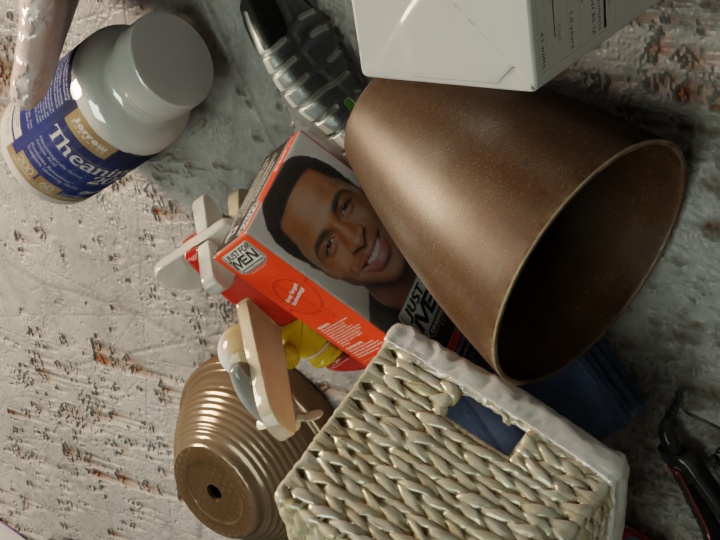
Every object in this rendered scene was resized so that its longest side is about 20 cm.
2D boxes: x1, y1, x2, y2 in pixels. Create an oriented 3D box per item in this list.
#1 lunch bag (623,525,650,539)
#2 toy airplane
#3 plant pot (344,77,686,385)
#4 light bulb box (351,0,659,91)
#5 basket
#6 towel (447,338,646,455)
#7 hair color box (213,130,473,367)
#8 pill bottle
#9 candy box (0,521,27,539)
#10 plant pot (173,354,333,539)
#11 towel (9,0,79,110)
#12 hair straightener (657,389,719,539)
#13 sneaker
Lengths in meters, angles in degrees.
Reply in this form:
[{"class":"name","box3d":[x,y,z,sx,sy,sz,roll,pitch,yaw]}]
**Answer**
[{"class":"lunch bag","box3d":[0.123,0.266,1.072,0.174,0.200,0.083,21,142,27]},{"class":"toy airplane","box3d":[-0.079,0.032,1.096,0.199,0.200,0.141,46,122,8]},{"class":"plant pot","box3d":[0.086,-0.057,0.944,0.200,0.186,0.189,39,135,31]},{"class":"light bulb box","box3d":[0.091,-0.234,0.799,0.124,0.200,0.201,11,122,35]},{"class":"basket","box3d":[0.064,0.185,0.966,0.197,0.161,0.201,30,154,25]},{"class":"towel","box3d":[0.123,0.103,1.084,0.112,0.048,0.199,54,136,-2]},{"class":"hair color box","box3d":[0.000,0.000,1.031,0.199,0.102,0.061,35,149,-16]},{"class":"pill bottle","box3d":[-0.213,-0.138,1.163,0.199,0.111,0.112,-25,99,45]},{"class":"candy box","box3d":[-0.464,0.407,1.721,0.166,0.071,0.202,26,129,24]},{"class":"plant pot","box3d":[-0.109,0.184,1.288,0.199,0.093,0.203,20,128,28]},{"class":"towel","box3d":[-0.232,-0.257,1.066,0.032,0.192,0.202,12,130,-8]},{"class":"hair straightener","box3d":[0.282,0.177,1.014,0.076,0.041,0.202,-20,97,44]},{"class":"sneaker","box3d":[-0.048,-0.117,1.072,0.201,0.075,0.115,54,137,-2]}]
